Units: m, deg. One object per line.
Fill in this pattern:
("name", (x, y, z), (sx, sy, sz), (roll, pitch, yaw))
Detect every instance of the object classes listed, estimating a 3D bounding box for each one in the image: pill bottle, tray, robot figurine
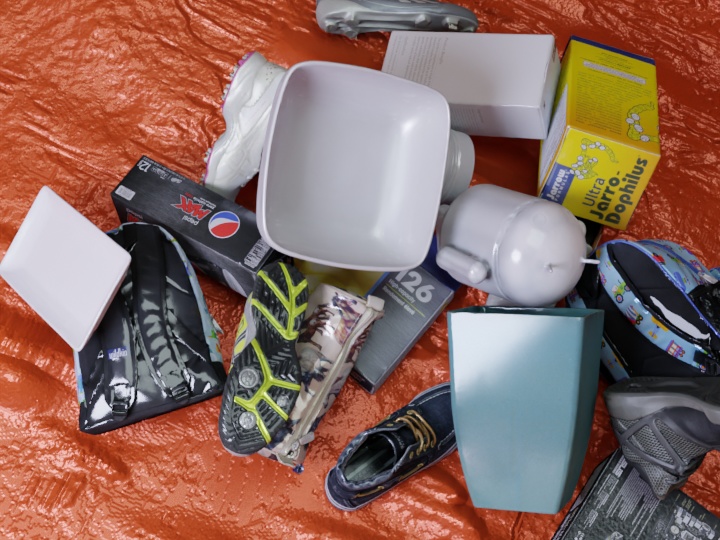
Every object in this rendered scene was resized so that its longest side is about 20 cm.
("pill bottle", (0.022, -0.132, 1.524), (0.198, 0.113, 0.114), (10, 65, -25))
("tray", (-0.297, -0.003, 1.382), (0.199, 0.022, 0.108), (34, 96, 45))
("robot figurine", (0.163, -0.027, 1.467), (0.168, 0.199, 0.114), (-24, 116, -29))

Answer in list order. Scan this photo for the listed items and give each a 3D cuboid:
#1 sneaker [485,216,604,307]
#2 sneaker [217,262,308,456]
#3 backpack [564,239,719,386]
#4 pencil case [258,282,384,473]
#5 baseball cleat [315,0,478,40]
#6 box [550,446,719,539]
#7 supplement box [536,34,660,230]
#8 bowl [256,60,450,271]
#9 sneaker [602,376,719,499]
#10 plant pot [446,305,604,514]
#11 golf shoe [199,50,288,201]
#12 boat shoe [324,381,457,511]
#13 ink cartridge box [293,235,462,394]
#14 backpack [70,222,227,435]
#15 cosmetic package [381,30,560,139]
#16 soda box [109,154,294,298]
("sneaker", (0.208, -0.005, 1.535), (0.073, 0.085, 0.201), (37, 68, 4))
("sneaker", (-0.095, 0.095, 1.367), (0.075, 0.077, 0.202), (19, 63, -7))
("backpack", (0.327, 0.057, 1.480), (0.134, 0.183, 0.201), (-23, 66, -37))
("pencil case", (-0.049, 0.106, 1.418), (0.089, 0.078, 0.202), (24, 83, 44))
("baseball cleat", (0.045, -0.329, 1.647), (0.197, 0.070, 0.108), (3, 68, -9))
("box", (0.274, 0.316, 1.413), (0.163, 0.086, 0.201), (35, 66, 6))
("supplement box", (0.270, -0.160, 1.553), (0.108, 0.110, 0.201), (16, 40, -3))
("bowl", (-0.016, -0.105, 1.407), (0.198, 0.074, 0.203), (9, 91, -25))
("sneaker", (0.339, 0.168, 1.358), (0.076, 0.198, 0.116), (-27, 106, -45))
("plant pot", (0.172, 0.142, 1.412), (0.139, 0.141, 0.203), (1, 92, 19))
("golf shoe", (-0.117, -0.134, 1.480), (0.091, 0.202, 0.076), (22, 33, 1))
("boat shoe", (0.052, 0.177, 1.430), (0.199, 0.091, 0.071), (-36, 78, -21))
("ink cartridge box", (0.000, 0.000, 1.520), (0.197, 0.047, 0.200), (38, 70, 8))
("backpack", (-0.229, 0.052, 1.415), (0.161, 0.154, 0.202), (-18, 84, -1))
("cosmetic package", (0.124, -0.214, 1.571), (0.197, 0.074, 0.103), (7, 66, 19))
("soda box", (-0.170, -0.044, 1.468), (0.199, 0.071, 0.064), (28, 64, 21))
